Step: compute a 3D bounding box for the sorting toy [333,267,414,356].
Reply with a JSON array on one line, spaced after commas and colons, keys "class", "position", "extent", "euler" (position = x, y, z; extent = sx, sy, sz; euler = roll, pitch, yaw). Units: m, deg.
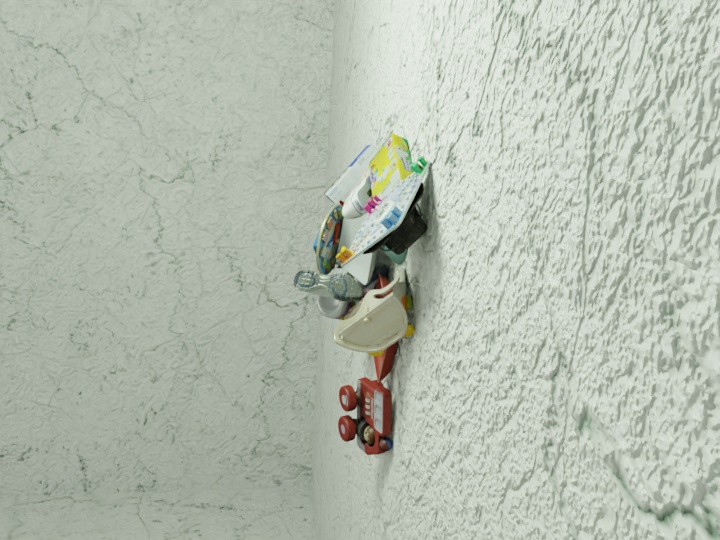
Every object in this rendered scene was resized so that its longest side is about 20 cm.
[{"class": "sorting toy", "position": [0.052, 0.080, 1.291], "extent": [0.200, 0.107, 0.181], "euler": [-37, 25, 33]}]

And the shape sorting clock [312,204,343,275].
[{"class": "shape sorting clock", "position": [-0.078, -0.085, 1.576], "extent": [0.200, 0.039, 0.202], "euler": [12, -90, -71]}]

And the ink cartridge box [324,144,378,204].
[{"class": "ink cartridge box", "position": [-0.025, -0.288, 1.693], "extent": [0.200, 0.044, 0.094], "euler": [-48, 13, 1]}]

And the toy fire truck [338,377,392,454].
[{"class": "toy fire truck", "position": [0.027, 0.379, 1.444], "extent": [0.168, 0.111, 0.202], "euler": [20, 111, 61]}]

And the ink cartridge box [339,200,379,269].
[{"class": "ink cartridge box", "position": [-0.020, -0.106, 1.658], "extent": [0.200, 0.050, 0.162], "euler": [34, 141, 52]}]

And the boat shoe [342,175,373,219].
[{"class": "boat shoe", "position": [0.004, -0.175, 1.358], "extent": [0.074, 0.065, 0.200], "euler": [56, -154, -5]}]

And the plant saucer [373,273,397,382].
[{"class": "plant saucer", "position": [0.062, 0.147, 1.438], "extent": [0.201, 0.036, 0.201], "euler": [-98, 13, -49]}]

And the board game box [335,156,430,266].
[{"class": "board game box", "position": [0.043, -0.120, 1.139], "extent": [0.200, 0.026, 0.201], "euler": [-35, 22, 48]}]

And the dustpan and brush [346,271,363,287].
[{"class": "dustpan and brush", "position": [0.000, 0.000, 1.575], "extent": [0.200, 0.057, 0.141], "euler": [-24, 92, 62]}]

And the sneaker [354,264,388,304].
[{"class": "sneaker", "position": [0.046, 0.064, 1.534], "extent": [0.082, 0.070, 0.201], "euler": [56, 150, 22]}]

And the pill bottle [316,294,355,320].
[{"class": "pill bottle", "position": [-0.041, 0.096, 1.675], "extent": [0.200, 0.103, 0.105], "euler": [19, -110, -63]}]

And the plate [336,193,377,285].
[{"class": "plate", "position": [0.003, -0.085, 1.483], "extent": [0.199, 0.032, 0.202], "euler": [36, 118, 58]}]

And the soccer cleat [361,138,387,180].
[{"class": "soccer cleat", "position": [0.044, -0.263, 1.500], "extent": [0.201, 0.077, 0.070], "euler": [104, 165, -51]}]

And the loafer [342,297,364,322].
[{"class": "loafer", "position": [0.005, 0.116, 1.521], "extent": [0.200, 0.071, 0.063], "euler": [138, 150, -69]}]

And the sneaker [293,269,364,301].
[{"class": "sneaker", "position": [-0.080, 0.043, 1.548], "extent": [0.087, 0.198, 0.075], "euler": [43, -118, -70]}]

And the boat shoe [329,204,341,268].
[{"class": "boat shoe", "position": [-0.069, -0.097, 1.707], "extent": [0.067, 0.057, 0.202], "euler": [-123, 16, -68]}]

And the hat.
[{"class": "hat", "position": [0.087, -0.090, 1.148], "extent": [0.201, 0.081, 0.201], "euler": [-48, 15, 17]}]

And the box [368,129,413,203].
[{"class": "box", "position": [0.070, -0.226, 1.316], "extent": [0.117, 0.048, 0.201], "euler": [-49, 36, 40]}]

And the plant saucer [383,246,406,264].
[{"class": "plant saucer", "position": [0.082, -0.115, 1.371], "extent": [0.200, 0.036, 0.202], "euler": [-179, 90, -81]}]
